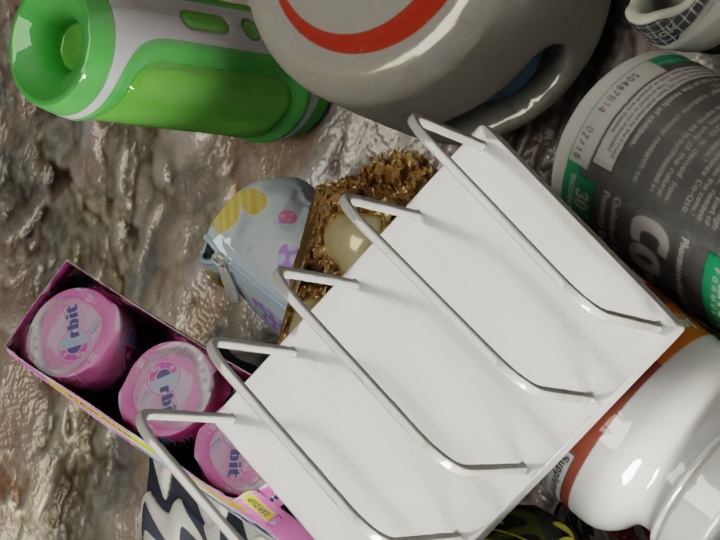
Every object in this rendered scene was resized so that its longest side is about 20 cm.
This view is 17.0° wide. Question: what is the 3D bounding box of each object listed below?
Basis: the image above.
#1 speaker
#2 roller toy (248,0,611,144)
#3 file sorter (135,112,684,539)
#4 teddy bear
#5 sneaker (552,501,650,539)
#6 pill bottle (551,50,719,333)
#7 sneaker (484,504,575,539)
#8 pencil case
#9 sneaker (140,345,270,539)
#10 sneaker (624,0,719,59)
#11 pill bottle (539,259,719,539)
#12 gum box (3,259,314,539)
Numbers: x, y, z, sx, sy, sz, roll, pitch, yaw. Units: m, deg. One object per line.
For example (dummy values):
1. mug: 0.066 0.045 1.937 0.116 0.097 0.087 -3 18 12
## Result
1. speaker: -0.109 -0.124 1.428 0.088 0.199 0.089 -3 85 42
2. roller toy: 0.040 -0.168 1.335 0.199 0.139 0.184 17 90 36
3. file sorter: 0.019 0.045 1.101 0.200 0.124 0.139 -47 71 11
4. teddy bear: 0.000 0.000 1.278 0.200 0.066 0.146 138 150 -83
5. sneaker: 0.128 0.151 1.276 0.074 0.080 0.201 -8 83 45
6. pill bottle: 0.200 -0.022 1.196 0.200 0.113 0.114 34 110 39
7. sneaker: 0.082 0.155 1.172 0.200 0.084 0.075 31 148 50
8. pencil case: -0.008 0.026 1.402 0.200 0.090 0.083 42 114 35
9. sneaker: -0.064 0.108 1.455 0.199 0.079 0.131 -4 94 53
10. sneaker: 0.188 -0.211 1.241 0.076 0.080 0.201 13 94 44
11. pill bottle: 0.115 0.054 1.188 0.200 0.112 0.113 40 115 20
12. gum box: -0.094 0.084 1.373 0.199 0.114 0.066 30 81 31
